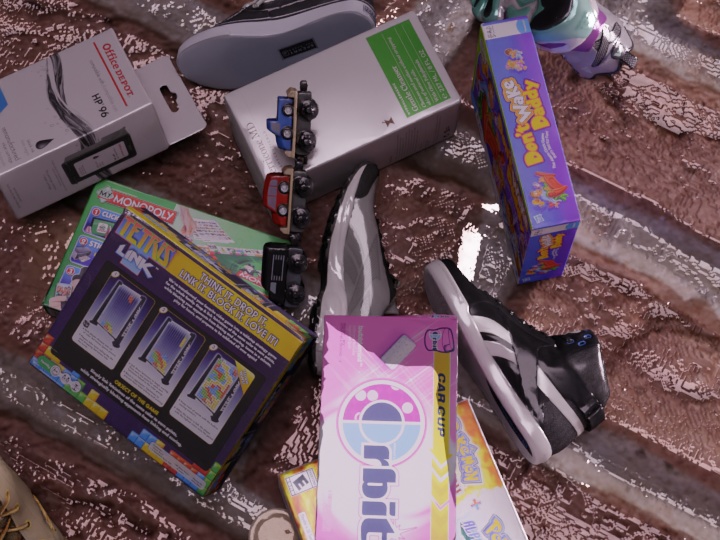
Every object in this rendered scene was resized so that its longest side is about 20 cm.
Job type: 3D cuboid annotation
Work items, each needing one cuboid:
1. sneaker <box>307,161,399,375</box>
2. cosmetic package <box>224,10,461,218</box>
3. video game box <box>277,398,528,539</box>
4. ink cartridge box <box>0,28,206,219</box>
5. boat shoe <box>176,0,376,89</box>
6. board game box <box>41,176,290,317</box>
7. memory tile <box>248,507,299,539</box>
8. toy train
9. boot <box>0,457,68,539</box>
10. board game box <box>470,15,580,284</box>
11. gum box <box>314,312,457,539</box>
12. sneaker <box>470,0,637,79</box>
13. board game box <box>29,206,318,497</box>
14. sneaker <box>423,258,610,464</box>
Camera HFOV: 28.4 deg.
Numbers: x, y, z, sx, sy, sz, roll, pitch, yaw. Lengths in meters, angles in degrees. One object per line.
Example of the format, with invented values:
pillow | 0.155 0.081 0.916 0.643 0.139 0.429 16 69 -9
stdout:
sneaker | 0.000 0.000 1.291 0.078 0.074 0.203 9 76 -6
cosmetic package | -0.017 -0.145 1.332 0.198 0.085 0.108 -26 75 -10
video game box | 0.047 0.234 1.195 0.180 0.047 0.202 -20 71 -10
ink cartridge box | -0.258 -0.148 1.330 0.198 0.068 0.117 -27 56 -9
boat shoe | -0.082 -0.234 1.368 0.197 0.074 0.069 -17 48 14
board game box | -0.174 0.007 1.306 0.198 0.029 0.136 19 70 7
memory tile | 0.013 0.252 1.220 0.197 0.017 0.155 -18 70 -6
toy train | -0.065 -0.067 1.256 0.045 0.034 0.203 4 102 -5
boot | -0.295 0.208 1.164 0.072 0.156 0.201 -34 73 -12
board game box | 0.147 -0.107 1.289 0.044 0.135 0.203 -10 69 -4
gum box | 0.023 0.132 1.173 0.112 0.066 0.203 1 70 1
sneaker | 0.194 -0.231 1.364 0.078 0.139 0.200 -55 31 11
board game box | -0.163 0.068 1.235 0.199 0.057 0.166 36 96 10
sneaker | 0.147 0.061 1.266 0.111 0.073 0.201 -28 80 -13
